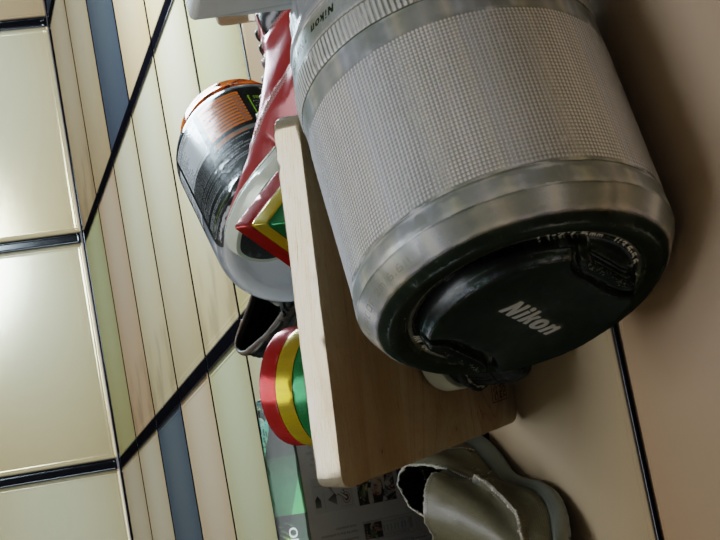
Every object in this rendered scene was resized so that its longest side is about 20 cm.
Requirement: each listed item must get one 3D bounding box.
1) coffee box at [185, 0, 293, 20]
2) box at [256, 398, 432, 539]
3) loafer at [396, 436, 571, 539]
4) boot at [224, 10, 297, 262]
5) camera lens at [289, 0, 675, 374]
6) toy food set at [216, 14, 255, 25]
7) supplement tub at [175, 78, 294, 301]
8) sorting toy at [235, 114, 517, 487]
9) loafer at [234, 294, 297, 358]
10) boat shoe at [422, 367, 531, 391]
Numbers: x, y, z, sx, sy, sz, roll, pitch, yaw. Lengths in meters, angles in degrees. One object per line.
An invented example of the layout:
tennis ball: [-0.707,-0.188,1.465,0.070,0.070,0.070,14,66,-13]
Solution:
coffee box: [0.002,-0.272,0.926,0.198,0.199,0.201,116,143,-63]
box: [0.003,0.180,1.276,0.036,0.144,0.201,-16,81,42]
loafer: [0.075,0.160,1.127,0.200,0.069,0.076,-147,50,-70]
boot: [-0.058,-0.118,1.340,0.201,0.072,0.144,-59,43,21]
camera lens: [0.056,-0.061,0.909,0.160,0.159,0.201,107,151,-57]
toy food set: [-0.103,-0.291,1.568,0.200,0.060,0.144,-172,75,-75]
supplement tub: [-0.079,-0.072,1.474,0.200,0.122,0.123,-120,27,-56]
sorting toy: [0.005,0.008,1.068,0.069,0.198,0.201,-4,94,33]
loafer: [-0.071,0.020,1.603,0.200,0.063,0.072,103,154,-53]
boat shoe: [0.074,-0.031,1.057,0.060,0.075,0.201,-7,81,37]
